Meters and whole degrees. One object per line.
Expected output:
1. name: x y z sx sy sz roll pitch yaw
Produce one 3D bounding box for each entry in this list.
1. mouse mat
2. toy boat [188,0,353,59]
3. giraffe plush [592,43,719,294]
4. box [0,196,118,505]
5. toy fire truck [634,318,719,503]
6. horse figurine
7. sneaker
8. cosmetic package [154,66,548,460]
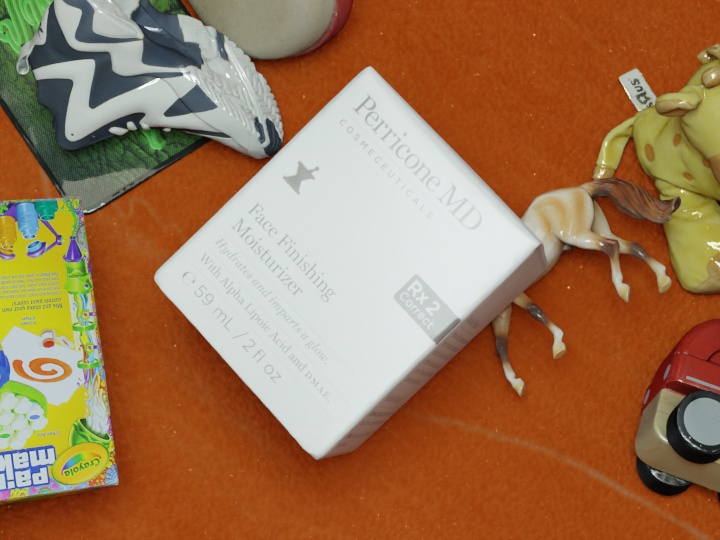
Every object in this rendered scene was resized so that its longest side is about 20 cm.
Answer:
1. mouse mat: -0.198 -0.159 1.269 0.160 0.008 0.201 -33 80 -13
2. toy boat: -0.071 -0.257 1.262 0.130 0.131 0.201 -26 77 -41
3. giraffe plush: 0.275 -0.096 1.214 0.200 0.162 0.173 43 76 6
4. box: -0.281 0.062 1.094 0.199 0.122 0.194 -4 82 -33
5. toy fire truck: 0.307 0.070 1.206 0.175 0.129 0.201 20 63 1
6. horse figurine: 0.137 -0.006 1.225 0.199 0.050 0.133 -37 62 3
7. sneaker: -0.162 -0.124 1.227 0.199 0.129 0.080 30 41 -35
8. cosmetic package: 0.000 0.000 1.138 0.200 0.165 0.165 -45 81 3
